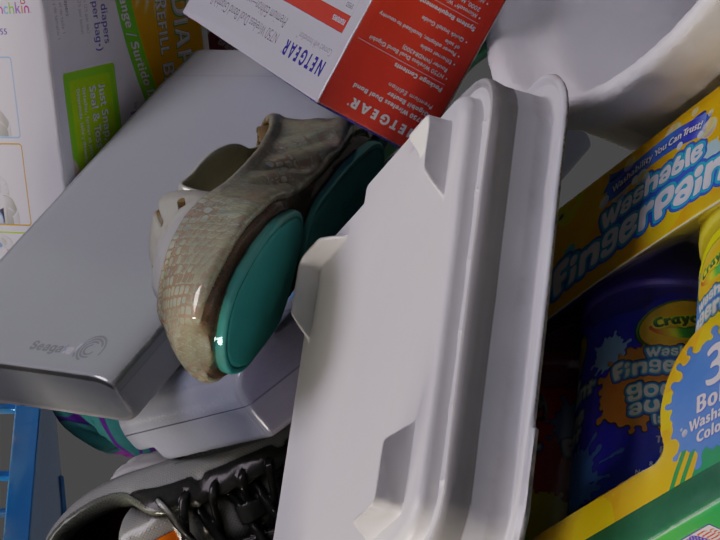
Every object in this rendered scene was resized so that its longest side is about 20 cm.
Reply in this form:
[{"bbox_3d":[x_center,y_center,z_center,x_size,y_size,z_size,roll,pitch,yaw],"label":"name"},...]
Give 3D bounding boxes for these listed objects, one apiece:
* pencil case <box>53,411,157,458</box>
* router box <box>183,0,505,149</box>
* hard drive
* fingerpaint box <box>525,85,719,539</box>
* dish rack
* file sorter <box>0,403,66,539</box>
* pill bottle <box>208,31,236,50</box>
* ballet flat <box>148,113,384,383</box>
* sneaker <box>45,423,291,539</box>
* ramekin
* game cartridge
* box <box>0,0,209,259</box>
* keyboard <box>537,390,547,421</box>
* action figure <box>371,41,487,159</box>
[{"bbox_3d":[-0.082,0.060,1.286,0.200,0.085,0.093,-159,56,-66],"label":"pencil case"},{"bbox_3d":[0.015,-0.154,1.094,0.180,0.049,0.200,-61,23,5],"label":"router box"},{"bbox_3d":[-0.083,-0.020,1.161,0.132,0.026,0.200,5,45,45],"label":"hard drive"},{"bbox_3d":[0.103,0.044,0.921,0.200,0.073,0.167,-38,34,48],"label":"fingerpaint box"},{"bbox_3d":[0.010,0.040,0.929,0.172,0.043,0.200,132,152,-55],"label":"dish rack"},{"bbox_3d":[-0.214,0.146,1.366,0.200,0.122,0.139,-93,2,-48],"label":"file sorter"},{"bbox_3d":[-0.044,-0.134,1.368,0.200,0.113,0.113,-61,23,8],"label":"pill bottle"},{"bbox_3d":[-0.047,-0.011,1.032,0.200,0.062,0.068,-46,-31,-66],"label":"ballet flat"},{"bbox_3d":[-0.045,0.100,1.118,0.200,0.079,0.074,-20,91,36],"label":"sneaker"},{"bbox_3d":[0.140,-0.125,0.987,0.200,0.098,0.201,-47,28,34],"label":"ramekin"},{"bbox_3d":[0.000,0.000,1.121,0.200,0.041,0.133,-42,16,-29],"label":"game cartridge"},{"bbox_3d":[-0.139,-0.081,1.273,0.101,0.112,0.200,3,105,38],"label":"box"},{"bbox_3d":[0.031,0.062,0.947,0.200,0.021,0.127,-101,33,-56],"label":"keyboard"},{"bbox_3d":[-0.032,-0.052,1.244,0.200,0.055,0.118,-52,39,-10],"label":"action figure"}]
